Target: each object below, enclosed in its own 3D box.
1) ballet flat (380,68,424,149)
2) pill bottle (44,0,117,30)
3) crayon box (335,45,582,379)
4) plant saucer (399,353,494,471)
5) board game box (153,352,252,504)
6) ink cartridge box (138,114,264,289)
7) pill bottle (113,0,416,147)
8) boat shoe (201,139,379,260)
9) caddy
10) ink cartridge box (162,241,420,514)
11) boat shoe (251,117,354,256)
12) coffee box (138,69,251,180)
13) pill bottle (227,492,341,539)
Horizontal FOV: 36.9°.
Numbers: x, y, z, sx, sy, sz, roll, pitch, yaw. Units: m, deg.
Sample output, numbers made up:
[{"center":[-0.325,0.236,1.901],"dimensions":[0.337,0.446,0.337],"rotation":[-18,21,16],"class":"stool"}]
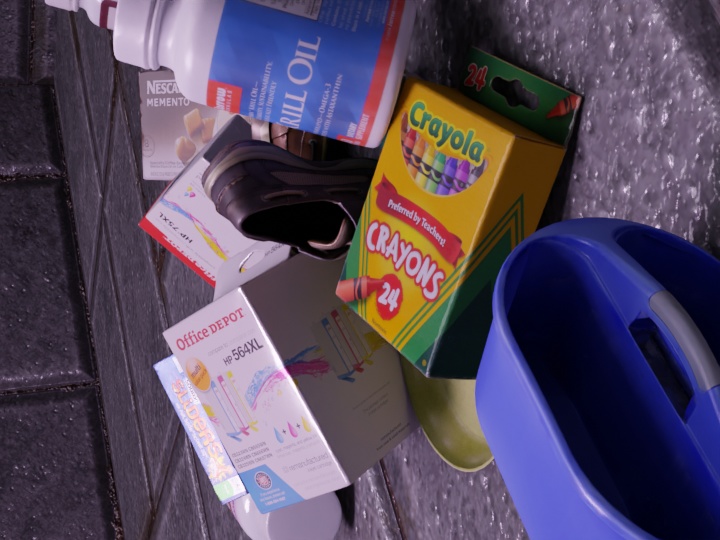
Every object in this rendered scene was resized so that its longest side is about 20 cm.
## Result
[{"center":[0.029,-0.128,0.869],"dimensions":[0.200,0.067,0.071],"rotation":[44,122,55],"class":"ballet flat"},{"center":[-0.224,-0.304,1.141],"dimensions":[0.114,0.198,0.115],"rotation":[-168,90,-77],"class":"pill bottle"},{"center":[0.060,-0.045,0.730],"dimensions":[0.127,0.050,0.202],"rotation":[39,115,50],"class":"crayon box"},{"center":[0.080,0.047,0.806],"dimensions":[0.200,0.031,0.202],"rotation":[176,90,-68],"class":"plant saucer"},{"center":[-0.088,0.111,0.997],"dimensions":[0.034,0.200,0.136],"rotation":[-28,89,32],"class":"board game box"},{"center":[-0.134,-0.051,1.047],"dimensions":[0.200,0.116,0.067],"rotation":[-34,20,52],"class":"ink cartridge box"},{"center":[-0.068,-0.164,0.769],"dimensions":[0.112,0.198,0.113],"rotation":[-167,90,-87],"class":"pill bottle"},{"center":[-0.027,-0.041,0.823],"dimensions":[0.075,0.198,0.074],"rotation":[-53,46,38],"class":"boat shoe"},{"center":[0.137,0.062,0.510],"dimensions":[0.106,0.140,0.201],"rotation":[104,151,-46],"class":"caddy"},{"center":[-0.058,0.074,0.900],"dimensions":[0.128,0.125,0.201],"rotation":[-28,92,44],"class":"ink cartridge box"},{"center":[-0.035,-0.068,0.902],"dimensions":[0.201,0.067,0.072],"rotation":[71,-146,-56],"class":"boat shoe"},{"center":[-0.124,-0.147,1.091],"dimensions":[0.198,0.079,0.116],"rotation":[5,99,32],"class":"coffee box"},{"center":[-0.093,0.235,1.178],"dimensions":[0.200,0.111,0.114],"rotation":[-155,63,-66],"class":"pill bottle"}]
